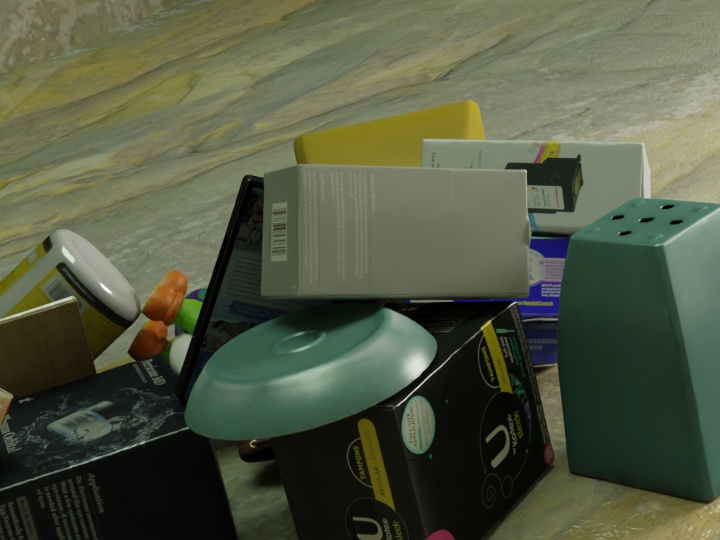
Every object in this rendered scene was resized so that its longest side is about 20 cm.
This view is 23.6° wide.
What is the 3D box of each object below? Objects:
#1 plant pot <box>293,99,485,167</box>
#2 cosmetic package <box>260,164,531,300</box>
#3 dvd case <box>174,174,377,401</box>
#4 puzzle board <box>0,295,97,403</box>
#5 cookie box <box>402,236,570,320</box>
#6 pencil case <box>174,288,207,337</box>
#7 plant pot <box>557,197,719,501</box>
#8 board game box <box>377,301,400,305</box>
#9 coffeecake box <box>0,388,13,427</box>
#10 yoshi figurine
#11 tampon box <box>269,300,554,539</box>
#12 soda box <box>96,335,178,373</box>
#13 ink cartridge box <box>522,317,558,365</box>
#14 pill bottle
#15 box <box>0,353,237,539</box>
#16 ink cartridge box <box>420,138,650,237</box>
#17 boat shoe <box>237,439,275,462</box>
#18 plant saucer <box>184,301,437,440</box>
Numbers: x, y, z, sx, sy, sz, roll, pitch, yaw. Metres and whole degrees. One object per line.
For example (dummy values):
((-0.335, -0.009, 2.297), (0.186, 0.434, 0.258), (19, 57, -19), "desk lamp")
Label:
((0.048, -0.034, 1.780), (0.200, 0.200, 0.176), (-12, 28, 5), "plant pot")
((0.029, -0.028, 1.360), (0.200, 0.107, 0.090), (2, -3, -24), "cosmetic package")
((-0.058, 0.028, 1.419), (0.143, 0.200, 0.018), (12, 19, -22), "dvd case")
((-0.306, 0.124, 1.543), (0.151, 0.200, 0.017), (-18, 37, -13), "puzzle board")
((0.100, 0.012, 1.589), (0.171, 0.075, 0.200), (1, -5, -10), "cookie box")
((-0.097, 0.064, 1.741), (0.200, 0.085, 0.092), (4, 40, 41), "pencil case")
((0.241, 0.052, 1.363), (0.141, 0.200, 0.141), (-30, 24, -38), "plant pot")
((0.000, 0.000, 1.518), (0.030, 0.096, 0.200), (12, -21, -19), "board game box")
((-0.367, 0.189, 1.361), (0.153, 0.073, 0.200), (-30, 37, 49), "coffeecake box")
((-0.107, 0.078, 1.613), (0.200, 0.112, 0.112), (28, -13, 4), "yoshi figurine")
((0.042, 0.129, 1.357), (0.126, 0.150, 0.200), (-3, 22, 34), "tampon box")
((-0.223, 0.126, 1.673), (0.200, 0.068, 0.064), (-23, 21, -24), "soda box")
((0.103, 0.070, 1.545), (0.200, 0.047, 0.198), (-3, -3, 27), "ink cartridge box")
((-0.307, 0.065, 1.587), (0.200, 0.112, 0.112), (-43, 19, 5), "pill bottle")
((-0.230, 0.177, 1.464), (0.200, 0.117, 0.197), (-17, 19, -13), "box")
((0.164, -0.067, 1.576), (0.200, 0.083, 0.146), (2, -7, 12), "ink cartridge box")
((-0.010, 0.137, 1.513), (0.200, 0.070, 0.070), (-5, 57, 8), "boat shoe")
((-0.043, 0.068, 1.308), (0.200, 0.036, 0.200), (-16, 16, 5), "plant saucer")
